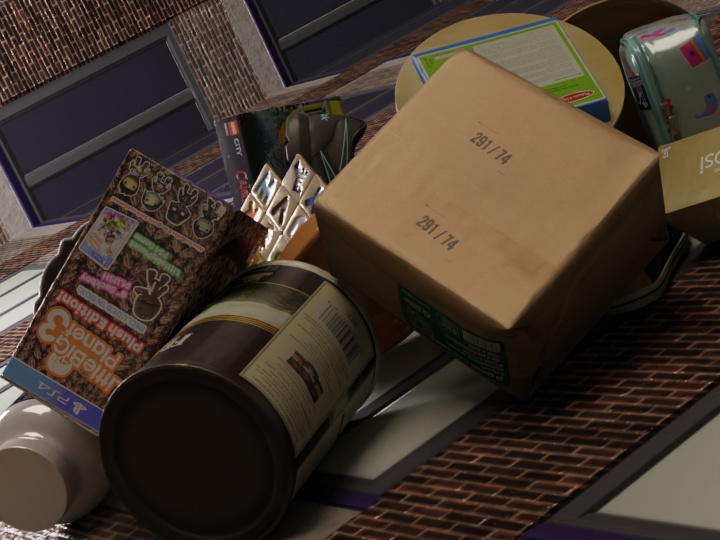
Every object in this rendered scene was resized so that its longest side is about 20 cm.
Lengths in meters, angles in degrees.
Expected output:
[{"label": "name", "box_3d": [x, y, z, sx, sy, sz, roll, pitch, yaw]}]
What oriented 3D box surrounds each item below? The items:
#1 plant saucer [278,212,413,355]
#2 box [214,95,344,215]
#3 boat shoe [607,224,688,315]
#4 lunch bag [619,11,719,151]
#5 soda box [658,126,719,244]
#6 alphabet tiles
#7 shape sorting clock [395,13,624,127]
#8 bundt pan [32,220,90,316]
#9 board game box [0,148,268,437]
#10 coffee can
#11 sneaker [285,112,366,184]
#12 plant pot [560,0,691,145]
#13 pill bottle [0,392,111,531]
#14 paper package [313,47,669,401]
[{"label": "plant saucer", "box_3d": [0.000, 0.000, 1.388, 0.200, 0.201, 0.037, -30, 52, -18]}, {"label": "box", "box_3d": [-0.057, -0.060, 1.615, 0.136, 0.201, 0.038, -15, 4, -43]}, {"label": "boat shoe", "box_3d": [0.217, -0.027, 1.342, 0.074, 0.062, 0.200, -22, 12, 22]}, {"label": "lunch bag", "box_3d": [0.282, -0.139, 1.454, 0.077, 0.161, 0.200, -18, 8, 9]}, {"label": "soda box", "box_3d": [0.320, -0.081, 1.265, 0.200, 0.068, 0.064, -19, 57, 45]}, {"label": "alphabet tiles", "box_3d": [-0.077, 0.003, 1.514, 0.006, 0.200, 0.167, 7, 33, -41]}, {"label": "shape sorting clock", "box_3d": [0.130, -0.154, 1.458, 0.199, 0.039, 0.200, -4, 45, 4]}, {"label": "bundt pan", "box_3d": [-0.227, 0.052, 1.628, 0.201, 0.203, 0.076, -16, -16, 35]}, {"label": "board game box", "box_3d": [-0.173, 0.022, 1.317, 0.200, 0.097, 0.159, -60, -7, 0]}, {"label": "coffee can", "box_3d": [-0.083, 0.096, 1.238, 0.146, 0.147, 0.200, -19, 14, 26]}, {"label": "sneaker", "box_3d": [-0.024, -0.049, 1.547, 0.079, 0.201, 0.075, -5, -2, -4]}, {"label": "plant pot", "box_3d": [0.237, -0.172, 1.578, 0.199, 0.200, 0.028, -25, 38, 2]}, {"label": "pill bottle", "box_3d": [-0.250, 0.143, 1.438, 0.112, 0.113, 0.200, -21, 13, 20]}, {"label": "paper package", "box_3d": [0.096, -0.038, 1.228, 0.200, 0.104, 0.191, 33, 70, 30]}]
